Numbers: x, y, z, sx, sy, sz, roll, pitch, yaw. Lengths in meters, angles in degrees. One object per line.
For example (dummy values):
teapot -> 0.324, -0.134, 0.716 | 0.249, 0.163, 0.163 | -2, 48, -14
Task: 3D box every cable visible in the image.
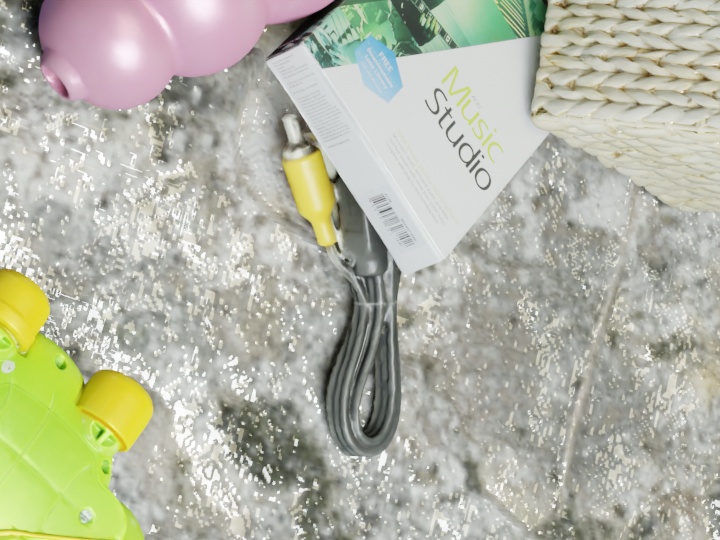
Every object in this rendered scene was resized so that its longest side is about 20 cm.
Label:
cable -> 0.000, 0.000, 1.547 | 0.097, 0.050, 0.201 | -17, 107, -49

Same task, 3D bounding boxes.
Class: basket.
basket -> 0.227, -0.128, 1.573 | 0.198, 0.199, 0.162 | 25, 77, -49

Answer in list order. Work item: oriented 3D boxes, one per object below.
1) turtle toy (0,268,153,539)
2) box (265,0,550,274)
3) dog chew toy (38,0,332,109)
turtle toy -> -0.179, 0.103, 1.377 | 0.200, 0.101, 0.146 | 46, 65, -21
box -> 0.043, -0.111, 1.539 | 0.145, 0.036, 0.200 | 56, 42, -15
dog chew toy -> -0.088, -0.161, 1.450 | 0.200, 0.124, 0.125 | -42, 107, -19
